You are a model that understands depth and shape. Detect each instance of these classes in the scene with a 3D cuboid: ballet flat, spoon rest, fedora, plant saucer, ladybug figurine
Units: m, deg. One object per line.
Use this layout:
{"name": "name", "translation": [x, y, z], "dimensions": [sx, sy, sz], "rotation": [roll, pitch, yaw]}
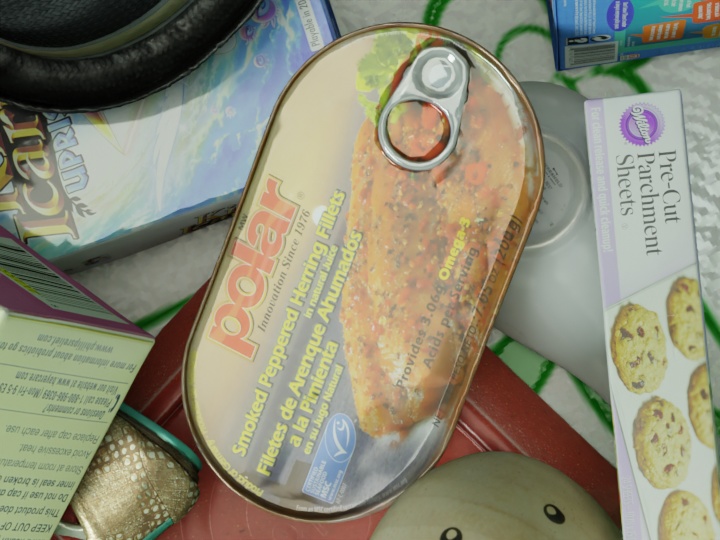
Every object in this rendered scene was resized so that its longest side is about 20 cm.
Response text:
{"name": "ballet flat", "translation": [-0.155, 0.055, 0.925], "dimensions": [0.199, 0.071, 0.065], "rotation": [30, 73, 26]}
{"name": "spoon rest", "translation": [0.094, 0.012, 0.942], "dimensions": [0.099, 0.061, 0.201], "rotation": [-31, 72, 1]}
{"name": "fedora", "translation": [-0.116, -0.160, 0.878], "dimensions": [0.199, 0.092, 0.202], "rotation": [0, 91, 13]}
{"name": "plant saucer", "translation": [-0.020, 0.099, 0.950], "dimensions": [0.200, 0.037, 0.200], "rotation": [43, 91, 6]}
{"name": "ladybug figurine", "translation": [0.063, 0.172, 0.897], "dimensions": [0.135, 0.072, 0.202], "rotation": [-16, 106, -13]}

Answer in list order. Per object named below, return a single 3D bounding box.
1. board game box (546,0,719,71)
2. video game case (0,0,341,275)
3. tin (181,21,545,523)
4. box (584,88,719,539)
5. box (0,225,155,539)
{"name": "board game box", "translation": [0.169, -0.132, 0.887], "dimensions": [0.198, 0.152, 0.045], "rotation": [-8, 77, 4]}
{"name": "video game case", "translation": [-0.107, -0.110, 0.957], "dimensions": [0.180, 0.045, 0.201], "rotation": [-19, 82, 4]}
{"name": "tin", "translation": [0.000, 0.000, 0.906], "dimensions": [0.111, 0.042, 0.201], "rotation": [21, 95, -5]}
{"name": "box", "translation": [0.114, 0.032, 0.881], "dimensions": [0.041, 0.039, 0.202], "rotation": [-5, 75, 7]}
{"name": "box", "translation": [-0.206, 0.063, 0.866], "dimensions": [0.175, 0.097, 0.201], "rotation": [33, 98, 29]}
